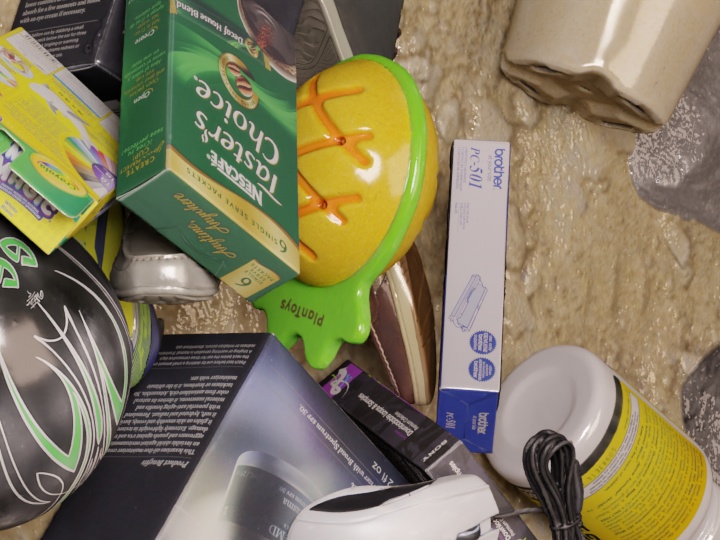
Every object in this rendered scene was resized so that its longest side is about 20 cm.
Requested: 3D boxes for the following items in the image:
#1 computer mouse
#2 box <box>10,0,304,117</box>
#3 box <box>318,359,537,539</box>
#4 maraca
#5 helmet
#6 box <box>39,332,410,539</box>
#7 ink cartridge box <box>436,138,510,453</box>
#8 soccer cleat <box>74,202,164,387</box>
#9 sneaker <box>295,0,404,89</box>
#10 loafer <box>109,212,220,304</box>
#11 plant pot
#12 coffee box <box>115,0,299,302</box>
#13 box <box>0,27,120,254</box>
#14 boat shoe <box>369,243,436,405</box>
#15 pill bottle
[{"bbox_3d":[0.053,0.167,1.707,0.199,0.044,0.110,-10,110,-16],"label":"computer mouse"},{"bbox_3d":[-0.122,-0.180,1.743,0.148,0.104,0.201,33,64,-39],"label":"box"},{"bbox_3d":[0.055,0.144,1.835,0.036,0.200,0.143,-41,115,-6],"label":"box"},{"bbox_3d":[-0.014,-0.039,1.733,0.107,0.137,0.201,14,92,-38],"label":"maraca"},{"bbox_3d":[-0.225,0.055,1.576,0.191,0.200,0.200,51,52,-9],"label":"helmet"},{"bbox_3d":[-0.080,0.178,1.751,0.200,0.123,0.199,48,57,-32],"label":"box"},{"bbox_3d":[0.079,0.017,1.909,0.094,0.044,0.201,91,2,-60],"label":"ink cartridge box"},{"bbox_3d":[-0.180,-0.012,1.695,0.084,0.064,0.201,-53,127,-53],"label":"soccer cleat"},{"bbox_3d":[0.004,-0.130,1.891,0.106,0.074,0.201,-35,116,-48],"label":"sneaker"},{"bbox_3d":[-0.115,-0.022,1.650,0.069,0.200,0.070,1,100,-2],"label":"loafer"},{"bbox_3d":[0.194,-0.210,2.028,0.200,0.200,0.184,30,78,-40],"label":"plant pot"},{"bbox_3d":[-0.087,-0.092,1.612,0.123,0.044,0.201,41,34,-36],"label":"coffee box"},{"bbox_3d":[-0.188,-0.074,1.558,0.117,0.048,0.200,43,11,-2],"label":"box"},{"bbox_3d":[0.000,0.000,1.840,0.072,0.072,0.201,-69,144,-68],"label":"boat shoe"},{"bbox_3d":[0.190,0.150,2.034,0.200,0.112,0.113,40,61,-36],"label":"pill bottle"}]
